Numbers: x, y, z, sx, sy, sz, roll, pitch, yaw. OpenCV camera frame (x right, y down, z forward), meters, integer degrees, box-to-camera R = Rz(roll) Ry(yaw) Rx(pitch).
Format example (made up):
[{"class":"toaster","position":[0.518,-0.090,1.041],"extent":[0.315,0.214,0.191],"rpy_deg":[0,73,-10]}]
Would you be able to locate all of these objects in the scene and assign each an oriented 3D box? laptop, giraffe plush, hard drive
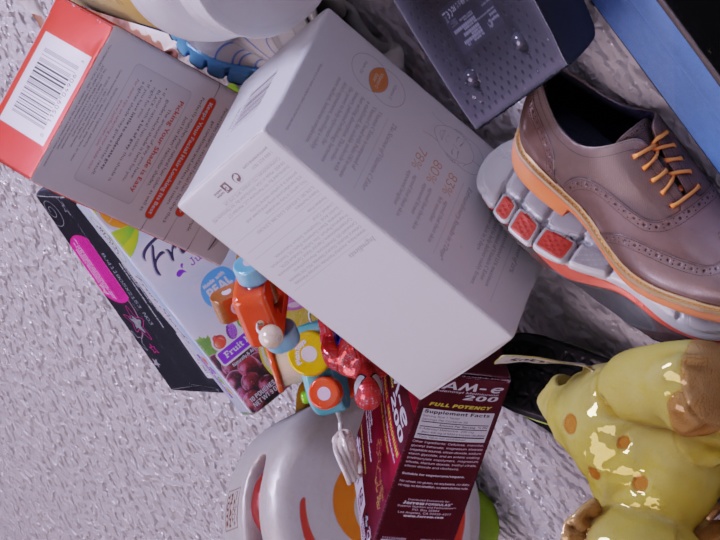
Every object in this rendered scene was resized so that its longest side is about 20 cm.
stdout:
[{"class":"laptop","position":[0.171,-0.089,1.109],"extent":[0.116,0.200,0.187],"rpy_deg":[-34,98,31]},{"class":"giraffe plush","position":[0.177,0.132,1.257],"extent":[0.199,0.163,0.173],"rpy_deg":[0,169,5]},{"class":"hard drive","position":[0.051,-0.187,1.217],"extent":[0.200,0.042,0.135],"rpy_deg":[60,155,1]}]

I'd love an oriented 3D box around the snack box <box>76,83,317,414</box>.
[{"class":"snack box","position":[-0.090,-0.014,1.598],"extent":[0.200,0.142,0.053],"rpy_deg":[53,168,-6]}]

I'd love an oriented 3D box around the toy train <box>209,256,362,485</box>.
[{"class":"toy train","position":[-0.053,0.046,1.432],"extent":[0.055,0.151,0.200],"rpy_deg":[-13,130,12]}]

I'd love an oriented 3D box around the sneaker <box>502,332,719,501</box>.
[{"class":"sneaker","position":[0.173,0.095,1.446],"extent":[0.200,0.072,0.083],"rpy_deg":[29,178,34]}]

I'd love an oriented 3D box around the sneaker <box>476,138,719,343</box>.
[{"class":"sneaker","position":[0.150,-0.003,1.312],"extent":[0.200,0.077,0.082],"rpy_deg":[38,159,25]}]

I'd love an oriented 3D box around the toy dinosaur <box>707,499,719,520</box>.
[{"class":"toy dinosaur","position":[0.255,0.160,1.356],"extent":[0.061,0.106,0.200],"rpy_deg":[61,160,-20]}]

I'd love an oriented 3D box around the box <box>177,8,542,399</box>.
[{"class":"box","position":[0.009,-0.040,1.344],"extent":[0.200,0.125,0.097],"rpy_deg":[39,135,-14]}]

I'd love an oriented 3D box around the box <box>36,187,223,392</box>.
[{"class":"box","position":[-0.132,-0.017,1.706],"extent":[0.200,0.115,0.132],"rpy_deg":[56,153,-18]}]

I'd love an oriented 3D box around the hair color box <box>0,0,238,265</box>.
[{"class":"hair color box","position":[-0.141,-0.087,1.423],"extent":[0.064,0.111,0.200],"rpy_deg":[31,-178,38]}]

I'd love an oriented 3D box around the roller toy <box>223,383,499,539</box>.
[{"class":"roller toy","position":[-0.012,0.192,1.719],"extent":[0.200,0.182,0.140],"rpy_deg":[51,156,-5]}]

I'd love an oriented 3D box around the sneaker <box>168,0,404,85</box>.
[{"class":"sneaker","position":[-0.044,-0.158,1.427],"extent":[0.200,0.075,0.087],"rpy_deg":[27,142,23]}]

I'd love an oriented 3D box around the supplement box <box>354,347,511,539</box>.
[{"class":"supplement box","position":[0.044,0.102,1.487],"extent":[0.109,0.061,0.200],"rpy_deg":[-98,18,-46]}]

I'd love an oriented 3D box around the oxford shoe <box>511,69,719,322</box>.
[{"class":"oxford shoe","position":[0.164,-0.042,1.237],"extent":[0.200,0.071,0.073],"rpy_deg":[37,148,25]}]

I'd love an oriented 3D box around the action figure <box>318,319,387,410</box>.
[{"class":"action figure","position":[0.000,0.000,1.433],"extent":[0.052,0.065,0.201],"rpy_deg":[101,167,-61]}]

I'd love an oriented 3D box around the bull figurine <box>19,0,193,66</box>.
[{"class":"bull figurine","position":[-0.180,-0.182,1.611],"extent":[0.122,0.065,0.200],"rpy_deg":[56,152,-6]}]

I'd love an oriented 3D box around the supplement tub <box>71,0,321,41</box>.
[{"class":"supplement tub","position":[-0.118,-0.221,1.355],"extent":[0.200,0.144,0.145],"rpy_deg":[22,144,46]}]
